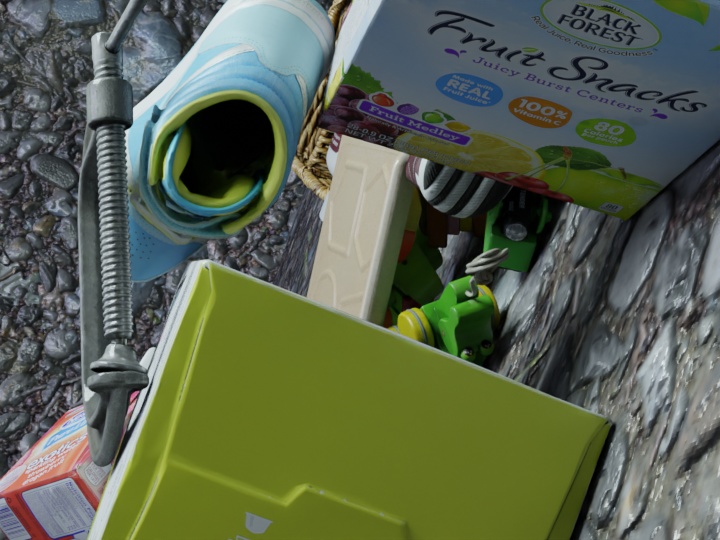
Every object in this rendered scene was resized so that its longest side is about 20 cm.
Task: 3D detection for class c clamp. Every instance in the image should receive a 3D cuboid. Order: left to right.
[{"bbox_3d":[-0.119,-0.011,0.697,0.171,0.027,0.202,153,115,-69],"label":"c clamp"}]

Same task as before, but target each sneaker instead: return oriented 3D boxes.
[{"bbox_3d":[-0.092,-0.042,0.748,0.200,0.079,0.131,-52,14,34],"label":"sneaker"},{"bbox_3d":[0.085,-0.130,0.923,0.200,0.076,0.115,-54,19,-2],"label":"sneaker"}]

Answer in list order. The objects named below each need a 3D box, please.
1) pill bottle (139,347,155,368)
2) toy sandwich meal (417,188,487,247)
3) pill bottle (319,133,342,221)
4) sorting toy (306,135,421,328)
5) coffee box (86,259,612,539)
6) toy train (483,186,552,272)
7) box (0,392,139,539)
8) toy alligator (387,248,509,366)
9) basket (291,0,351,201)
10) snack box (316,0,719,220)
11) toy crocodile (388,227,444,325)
[{"bbox_3d":[-0.068,0.136,0.994,0.114,0.199,0.114,-156,90,-89],"label":"pill bottle"},{"bbox_3d":[0.077,-0.112,1.099,0.205,0.070,0.207,6,-90,-79],"label":"toy sandwich meal"},{"bbox_3d":[0.038,-0.124,1.317,0.113,0.112,0.201,-96,28,-75],"label":"pill bottle"},{"bbox_3d":[0.000,0.000,1.057,0.200,0.036,0.186,-148,70,-76],"label":"sorting toy"},{"bbox_3d":[-0.025,0.122,0.734,0.198,0.199,0.201,177,114,-82],"label":"coffee box"},{"bbox_3d":[0.104,-0.076,0.978,0.201,0.041,0.057,-78,0,-49],"label":"toy train"},{"bbox_3d":[-0.116,0.176,0.898,0.099,0.201,0.096,-21,19,40],"label":"box"},{"bbox_3d":[0.061,0.040,0.930,0.200,0.059,0.055,128,121,-69],"label":"toy alligator"},{"bbox_3d":[0.014,-0.154,1.444,0.143,0.148,0.201,-86,18,-67],"label":"basket"},{"bbox_3d":[0.084,-0.105,0.661,0.200,0.168,0.068,124,159,-66],"label":"snack box"},{"bbox_3d":[0.029,0.024,1.170,0.067,0.062,0.200,-39,-12,-19],"label":"toy crocodile"}]
